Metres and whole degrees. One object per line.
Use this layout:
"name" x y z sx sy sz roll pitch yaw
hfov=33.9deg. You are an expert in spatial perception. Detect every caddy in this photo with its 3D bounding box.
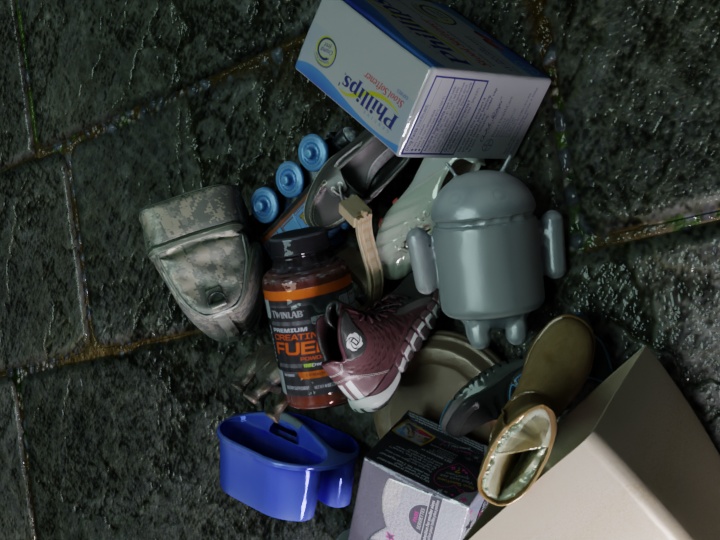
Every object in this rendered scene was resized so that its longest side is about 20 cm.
"caddy" -0.093 0.232 1.492 0.199 0.141 0.106 16 107 41

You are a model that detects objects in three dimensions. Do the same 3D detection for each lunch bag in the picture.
"lunch bag" -0.192 -0.001 1.533 0.200 0.139 0.169 89 165 -77

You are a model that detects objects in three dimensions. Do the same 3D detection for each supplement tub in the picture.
"supplement tub" -0.056 0.053 1.378 0.107 0.107 0.201 -2 104 44

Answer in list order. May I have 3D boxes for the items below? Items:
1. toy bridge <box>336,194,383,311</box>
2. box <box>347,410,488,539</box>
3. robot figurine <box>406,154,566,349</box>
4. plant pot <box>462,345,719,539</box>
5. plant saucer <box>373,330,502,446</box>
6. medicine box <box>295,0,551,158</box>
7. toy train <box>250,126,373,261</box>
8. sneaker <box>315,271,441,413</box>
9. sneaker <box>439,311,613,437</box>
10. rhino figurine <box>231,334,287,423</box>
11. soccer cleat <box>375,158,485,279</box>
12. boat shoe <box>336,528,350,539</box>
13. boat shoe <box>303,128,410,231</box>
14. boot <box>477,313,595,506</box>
"toy bridge" 0.000 0.000 1.400 0.067 0.027 0.201 47 151 31
"box" 0.067 0.285 1.310 0.132 0.115 0.201 22 122 20
"robot figurine" 0.135 -0.020 1.262 0.113 0.169 0.201 -117 21 -82
"plant pot" 0.246 0.228 1.125 0.177 0.200 0.200 45 124 6
"plant saucer" 0.096 0.169 1.351 0.199 0.029 0.201 7 103 30
"medicine box" 0.067 -0.209 1.264 0.182 0.199 0.103 43 121 33
"toy train" -0.053 -0.088 1.475 0.200 0.087 0.115 -43 73 34
"sneaker" 0.017 0.051 1.327 0.075 0.116 0.201 -16 37 46
"sneaker" 0.172 0.128 1.246 0.200 0.073 0.082 -37 77 18
"rhino figurine" -0.119 0.130 1.520 0.088 0.060 0.200 -50 18 -7
"soccer cleat" 0.076 -0.066 1.354 0.201 0.069 0.078 -63 37 23
"boat shoe" 0.044 0.394 1.429 0.201 0.070 0.072 35 135 36
"boat shoe" 0.007 -0.122 1.372 0.200 0.067 0.057 -47 16 6
"boot" 0.172 0.127 1.114 0.066 0.200 0.176 25 94 8
